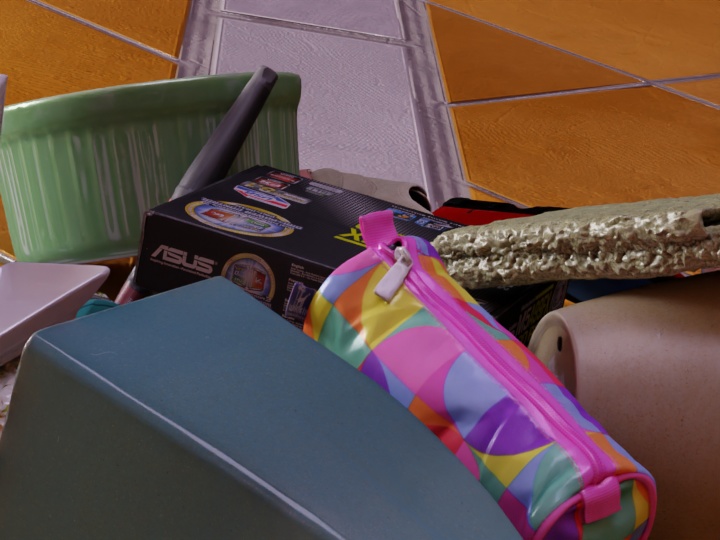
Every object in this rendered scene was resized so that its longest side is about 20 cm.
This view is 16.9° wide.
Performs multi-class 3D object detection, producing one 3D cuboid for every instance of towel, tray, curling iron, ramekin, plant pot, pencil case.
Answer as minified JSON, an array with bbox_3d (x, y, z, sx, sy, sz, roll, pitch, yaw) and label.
[{"bbox_3d":[0.144,-0.015,1.220,0.199,0.037,0.148,-4,3,42],"label":"towel"},{"bbox_3d":[-0.222,0.050,1.195,0.200,0.022,0.107,-33,20,-33],"label":"tray"},{"bbox_3d":[-0.097,-0.028,1.386,0.025,0.201,0.050,12,-15,45],"label":"curling iron"},{"bbox_3d":[-0.129,-0.059,1.484,0.199,0.098,0.200,-8,1,0],"label":"ramekin"},{"bbox_3d":[-0.041,0.119,1.034,0.199,0.142,0.141,28,24,27],"label":"plant pot"},{"bbox_3d":[0.185,0.076,1.195,0.199,0.189,0.187,5,19,-15],"label":"plant pot"},{"bbox_3d":[0.050,0.064,1.121,0.088,0.089,0.200,-6,41,-41],"label":"pencil case"}]

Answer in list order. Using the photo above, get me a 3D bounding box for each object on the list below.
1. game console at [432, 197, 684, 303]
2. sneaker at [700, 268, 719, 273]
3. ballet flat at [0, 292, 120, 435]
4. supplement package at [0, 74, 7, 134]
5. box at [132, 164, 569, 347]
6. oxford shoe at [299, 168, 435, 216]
[{"bbox_3d":[0.106,0.023,1.509,0.172,0.119,0.200,-34,18,-22],"label":"game console"},{"bbox_3d":[0.281,0.060,1.432,0.200,0.071,0.080,47,12,16],"label":"sneaker"},{"bbox_3d":[-0.172,0.056,1.258,0.063,0.076,0.200,-6,11,13],"label":"ballet flat"},{"bbox_3d":[-0.305,-0.037,1.322,0.199,0.157,0.111,9,17,-2],"label":"supplement package"},{"bbox_3d":[0.000,0.000,1.311,0.199,0.045,0.160,17,16,17],"label":"box"},{"bbox_3d":[0.007,-0.026,1.501,0.073,0.071,0.200,-18,20,-8],"label":"oxford shoe"}]
